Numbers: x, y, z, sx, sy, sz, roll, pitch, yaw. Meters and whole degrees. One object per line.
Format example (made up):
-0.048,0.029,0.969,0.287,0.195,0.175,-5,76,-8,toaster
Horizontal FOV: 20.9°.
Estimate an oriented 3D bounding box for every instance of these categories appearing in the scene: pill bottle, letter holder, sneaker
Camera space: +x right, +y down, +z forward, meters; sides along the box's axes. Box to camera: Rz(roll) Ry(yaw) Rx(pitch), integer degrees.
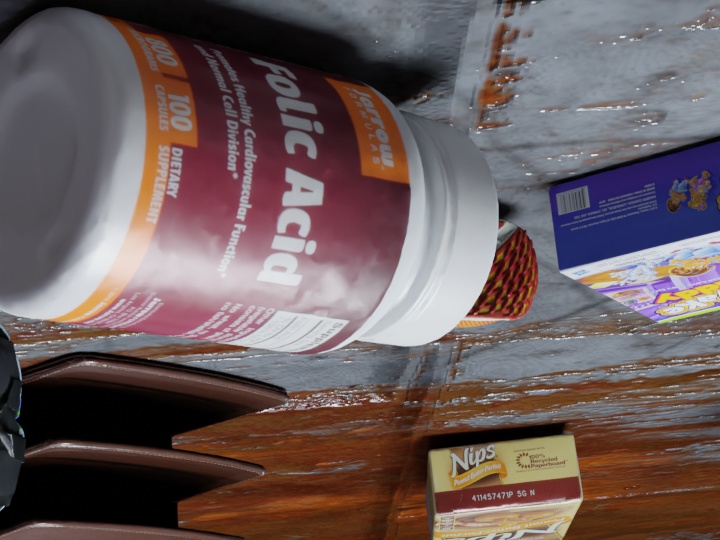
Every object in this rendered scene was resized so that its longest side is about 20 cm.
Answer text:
-0.047,-0.028,0.766,0.199,0.115,0.114,9,158,-41,pill bottle
-0.147,0.127,1.270,0.141,0.102,0.199,-20,158,35,letter holder
0.000,0.000,0.952,0.199,0.074,0.077,14,165,-42,sneaker

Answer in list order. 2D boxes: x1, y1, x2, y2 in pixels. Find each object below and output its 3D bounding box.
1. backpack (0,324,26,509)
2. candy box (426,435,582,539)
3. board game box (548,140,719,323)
-0.256,0.073,0.993,0.153,0.165,0.199,-8,172,40,backpack
0.113,0.184,1.584,0.114,0.056,0.200,-6,163,0,candy box
0.212,-0.029,0.963,0.198,0.045,0.134,-15,161,28,board game box
